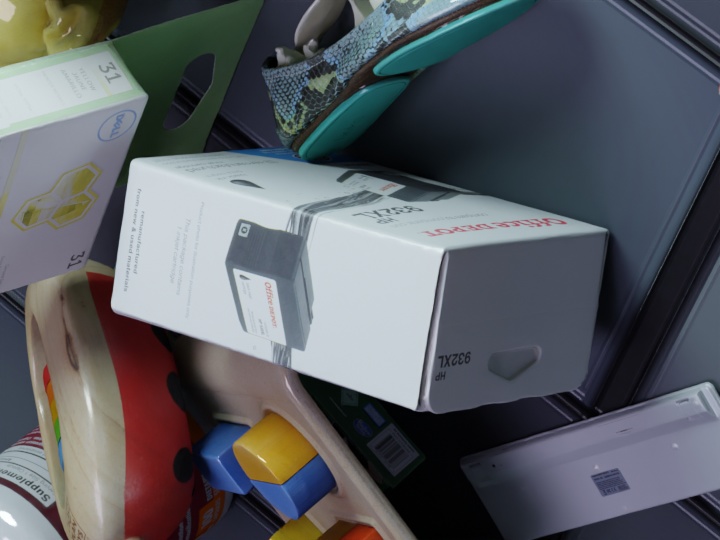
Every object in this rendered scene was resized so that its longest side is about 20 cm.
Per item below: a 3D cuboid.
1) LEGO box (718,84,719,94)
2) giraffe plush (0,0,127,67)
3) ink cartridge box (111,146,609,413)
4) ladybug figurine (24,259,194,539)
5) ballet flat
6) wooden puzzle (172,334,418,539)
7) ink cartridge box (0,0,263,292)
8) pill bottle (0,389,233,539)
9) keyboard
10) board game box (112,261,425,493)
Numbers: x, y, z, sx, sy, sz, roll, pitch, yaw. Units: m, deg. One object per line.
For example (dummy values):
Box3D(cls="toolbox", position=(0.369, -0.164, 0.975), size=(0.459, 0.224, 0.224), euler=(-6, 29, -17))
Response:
Box3D(cls="LEGO box", position=(0.263, -0.086, 1.173), size=(0.200, 0.077, 0.149), euler=(38, 139, 18))
Box3D(cls="giraffe plush", position=(-0.195, -0.137, 1.522), size=(0.162, 0.200, 0.173), euler=(-40, 94, 31))
Box3D(cls="ink cartridge box", position=(0.000, 0.000, 1.431), size=(0.200, 0.145, 0.084), euler=(17, 104, 36))
Box3D(cls="ladybug figurine", position=(-0.137, 0.077, 1.589), size=(0.136, 0.072, 0.200), euler=(101, 158, -53))
Box3D(cls="ballet flat", position=(0.011, -0.120, 1.408), size=(0.074, 0.074, 0.200), euler=(54, 138, -2))
Box3D(cls="wooden puzzle", position=(-0.030, 0.127, 1.544), size=(0.200, 0.046, 0.185), euler=(58, 162, -12))
Box3D(cls="ink cartridge box", position=(-0.137, -0.060, 1.484), size=(0.048, 0.200, 0.146), euler=(56, 144, 24))
Box3D(cls="pill bottle", position=(-0.176, 0.151, 1.685), size=(0.113, 0.200, 0.113), euler=(26, 134, 29))
Box3D(cls="keyboard", position=(0.127, 0.103, 1.506), size=(0.200, 0.011, 0.056), euler=(-22, 107, 50))
Box3D(cls="board game box", position=(-0.056, 0.052, 1.602), size=(0.200, 0.029, 0.135), euler=(49, 158, 3))
